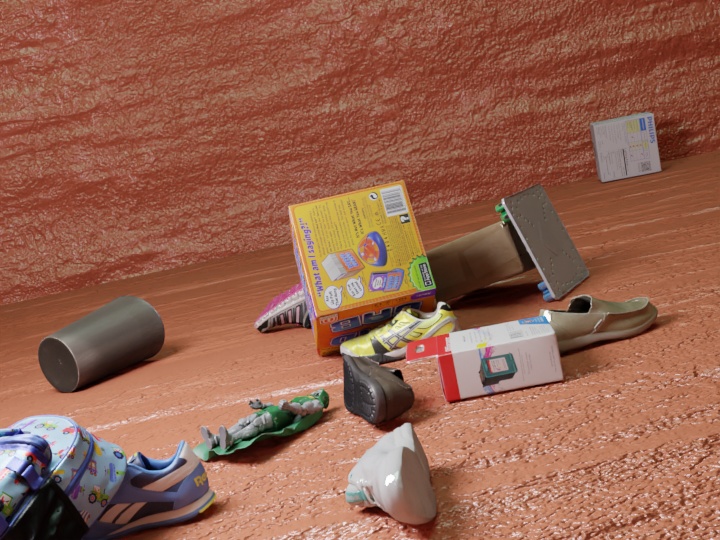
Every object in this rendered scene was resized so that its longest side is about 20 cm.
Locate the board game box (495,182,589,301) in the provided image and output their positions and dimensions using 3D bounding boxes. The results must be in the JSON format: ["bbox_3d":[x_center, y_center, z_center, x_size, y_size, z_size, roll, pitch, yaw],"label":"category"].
[{"bbox_3d":[0.335,-0.054,1.855,0.026,0.201,0.200,-30,-3,32],"label":"board game box"}]

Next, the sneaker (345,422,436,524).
[{"bbox_3d":[0.023,0.215,1.006,0.088,0.076,0.200,-24,2,5],"label":"sneaker"}]

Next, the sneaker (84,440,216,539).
[{"bbox_3d":[-0.264,0.246,1.112,0.198,0.083,0.074,-15,10,-9],"label":"sneaker"}]

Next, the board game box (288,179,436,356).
[{"bbox_3d":[0.000,0.000,1.697,0.198,0.201,0.200,-13,-22,-6],"label":"board game box"}]

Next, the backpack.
[{"bbox_3d":[-0.342,0.222,1.016,0.181,0.135,0.200,-7,34,34],"label":"backpack"}]

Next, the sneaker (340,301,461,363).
[{"bbox_3d":[0.062,0.100,1.619,0.198,0.077,0.075,-12,10,9],"label":"sneaker"}]

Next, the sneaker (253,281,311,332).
[{"bbox_3d":[-0.129,0.085,2.026,0.199,0.088,0.074,-33,16,29],"label":"sneaker"}]

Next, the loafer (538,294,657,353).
[{"bbox_3d":[0.342,0.067,1.463,0.199,0.069,0.076,-15,9,-19],"label":"loafer"}]

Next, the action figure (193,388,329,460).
[{"bbox_3d":[-0.115,0.196,1.340,0.118,0.055,0.199,-8,5,45],"label":"action figure"}]

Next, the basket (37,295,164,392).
[{"bbox_3d":[-0.510,0.146,1.958,0.179,0.137,0.200,-11,11,36],"label":"basket"}]

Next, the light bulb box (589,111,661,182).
[{"bbox_3d":[0.884,-0.413,3.374,0.198,0.200,0.125,-10,11,9],"label":"light bulb box"}]

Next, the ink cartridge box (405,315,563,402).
[{"bbox_3d":[0.164,0.121,1.365,0.198,0.068,0.116,-11,8,5],"label":"ink cartridge box"}]

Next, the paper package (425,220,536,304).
[{"bbox_3d":[0.244,-0.026,1.923,0.199,0.104,0.190,-23,-4,32],"label":"paper package"}]

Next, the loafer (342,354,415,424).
[{"bbox_3d":[0.023,0.160,1.348,0.070,0.074,0.200,-3,11,-14],"label":"loafer"}]
